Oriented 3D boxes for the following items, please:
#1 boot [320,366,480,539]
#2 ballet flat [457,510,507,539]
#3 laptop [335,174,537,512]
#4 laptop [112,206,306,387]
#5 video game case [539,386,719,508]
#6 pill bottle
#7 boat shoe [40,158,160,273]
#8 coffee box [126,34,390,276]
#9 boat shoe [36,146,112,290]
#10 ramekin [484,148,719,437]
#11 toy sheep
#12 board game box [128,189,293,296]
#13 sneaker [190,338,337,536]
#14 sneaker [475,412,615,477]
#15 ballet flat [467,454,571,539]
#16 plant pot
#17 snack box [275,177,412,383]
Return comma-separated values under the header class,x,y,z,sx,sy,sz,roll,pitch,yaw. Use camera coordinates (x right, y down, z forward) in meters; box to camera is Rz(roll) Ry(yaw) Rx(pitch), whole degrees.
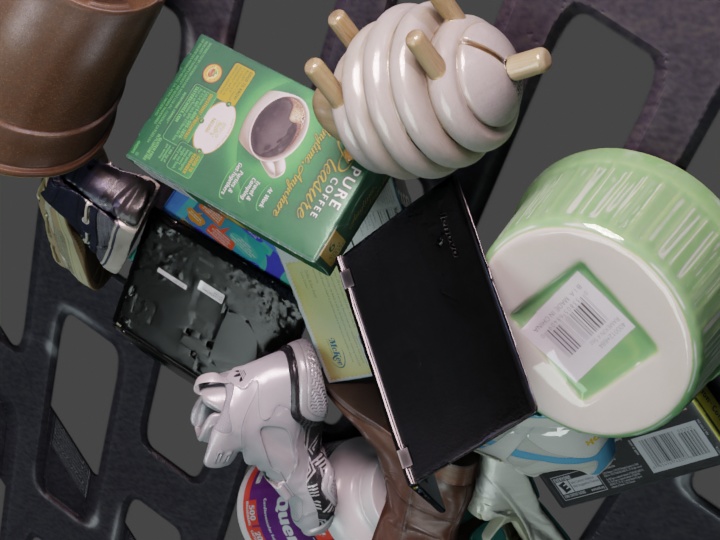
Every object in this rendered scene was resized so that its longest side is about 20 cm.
class,x,y,z,sx,sy,sz,roll,pitch,yaw
boot,0.018,0.202,1.641,0.186,0.064,0.202,37,132,35
ballet flat,0.096,0.211,1.695,0.072,0.073,0.201,9,138,37
laptop,0.065,0.062,1.418,0.200,0.115,0.189,53,-162,-69
laptop,-0.127,0.055,1.717,0.176,0.103,0.201,30,118,14
video game case,0.185,0.096,1.508,0.199,0.026,0.181,-25,105,48
pill bottle,-0.022,0.219,1.774,0.199,0.113,0.113,-17,115,50
boat shoe,-0.238,-0.059,1.686,0.092,0.075,0.200,28,161,-5
coffee box,-0.076,-0.092,1.486,0.199,0.124,0.044,27,172,25
boat shoe,-0.275,-0.065,1.761,0.064,0.072,0.201,24,146,22
ramekin,0.179,0.023,1.360,0.198,0.098,0.202,17,126,25
toy sheep,0.047,-0.131,1.338,0.199,0.138,0.139,-6,123,40
board game box,-0.112,-0.016,1.675,0.152,0.045,0.200,42,144,-1
sneaker,-0.085,0.155,1.636,0.075,0.114,0.202,-116,18,-54
sneaker,0.114,0.125,1.516,0.199,0.077,0.081,3,132,44
ballet flat,0.127,0.204,1.626,0.069,0.070,0.201,8,143,38
plant pot,-0.252,-0.211,1.495,0.200,0.200,0.198,43,137,-1
snack box,0.000,0.000,1.554,0.115,0.037,0.201,-9,124,16
